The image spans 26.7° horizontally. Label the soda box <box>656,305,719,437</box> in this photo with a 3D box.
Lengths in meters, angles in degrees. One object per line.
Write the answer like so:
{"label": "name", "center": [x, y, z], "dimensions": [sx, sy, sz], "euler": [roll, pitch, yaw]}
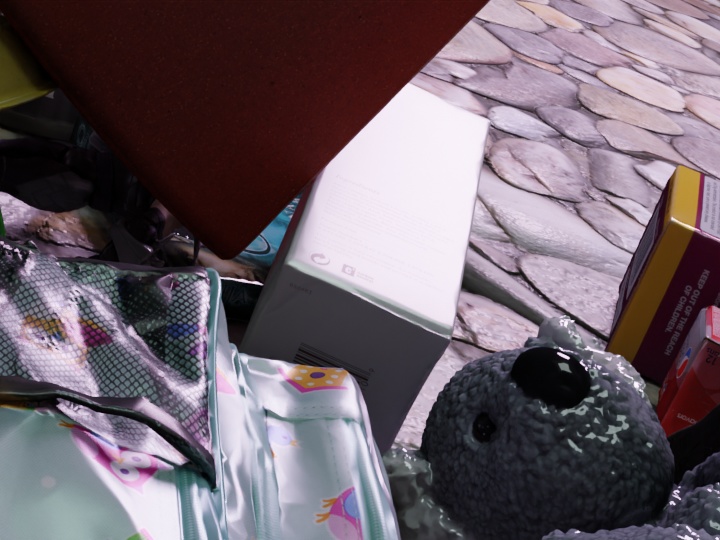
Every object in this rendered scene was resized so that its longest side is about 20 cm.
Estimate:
{"label": "soda box", "center": [0.270, 0.097, 0.859], "dimensions": [0.198, 0.071, 0.063], "euler": [26, 23, 5]}

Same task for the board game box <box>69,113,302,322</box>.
{"label": "board game box", "center": [-0.080, -0.030, 0.871], "dimensions": [0.134, 0.028, 0.200], "euler": [10, 25, -31]}

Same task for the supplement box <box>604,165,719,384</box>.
{"label": "supplement box", "center": [0.268, 0.031, 0.965], "dimensions": [0.198, 0.104, 0.131], "euler": [24, 22, 6]}

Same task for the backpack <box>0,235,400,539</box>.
{"label": "backpack", "center": [-0.071, 0.107, 0.369], "dimensions": [0.152, 0.177, 0.201], "euler": [15, 27, -8]}

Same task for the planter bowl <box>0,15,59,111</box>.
{"label": "planter bowl", "center": [-0.231, -0.106, 0.638], "dimensions": [0.198, 0.084, 0.201], "euler": [-6, 14, 2]}

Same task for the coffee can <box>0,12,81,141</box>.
{"label": "coffee can", "center": [-0.179, -0.202, 0.939], "dimensions": [0.145, 0.202, 0.147], "euler": [18, 22, -8]}

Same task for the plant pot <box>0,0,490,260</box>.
{"label": "plant pot", "center": [-0.075, -0.166, 0.683], "dimensions": [0.176, 0.200, 0.201], "euler": [35, 19, -34]}

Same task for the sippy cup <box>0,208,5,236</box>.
{"label": "sippy cup", "center": [-0.209, 0.015, 0.523], "dimensions": [0.129, 0.179, 0.140], "euler": [13, 49, 7]}

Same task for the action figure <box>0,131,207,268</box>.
{"label": "action figure", "center": [-0.146, -0.046, 0.762], "dimensions": [0.198, 0.070, 0.130], "euler": [9, 23, -18]}

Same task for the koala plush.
{"label": "koala plush", "center": [0.097, 0.097, 0.590], "dimensions": [0.177, 0.185, 0.199], "euler": [-40, 44, -26]}

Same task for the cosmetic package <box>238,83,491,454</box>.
{"label": "cosmetic package", "center": [0.000, 0.000, 0.722], "dimensions": [0.080, 0.113, 0.201], "euler": [23, 35, -3]}

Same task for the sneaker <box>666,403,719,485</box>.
{"label": "sneaker", "center": [0.209, 0.100, 0.730], "dimensions": [0.103, 0.061, 0.200], "euler": [5, -10, -4]}
